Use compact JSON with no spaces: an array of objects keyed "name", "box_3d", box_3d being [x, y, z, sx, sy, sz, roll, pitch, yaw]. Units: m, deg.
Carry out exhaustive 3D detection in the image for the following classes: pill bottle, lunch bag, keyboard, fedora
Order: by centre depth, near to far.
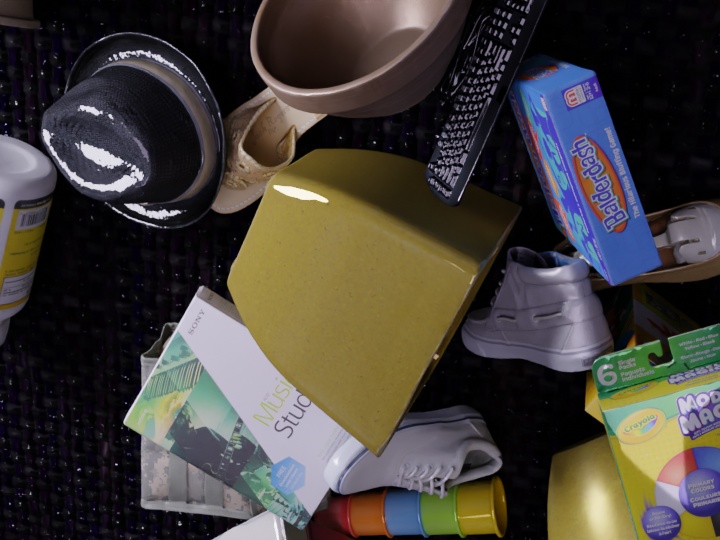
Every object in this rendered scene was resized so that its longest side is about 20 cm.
[{"name":"keyboard","box_3d":[0.091,-0.162,0.896,0.039,0.104,0.203,18,104,-21]},{"name":"fedora","box_3d":[-0.220,-0.121,0.983,0.197,0.091,0.205,10,110,27]},{"name":"pill bottle","box_3d":[-0.378,-0.024,1.072,0.111,0.113,0.203,23,113,4]},{"name":"lunch bag","box_3d":[-0.114,0.156,1.076,0.196,0.118,0.167,6,108,3]}]

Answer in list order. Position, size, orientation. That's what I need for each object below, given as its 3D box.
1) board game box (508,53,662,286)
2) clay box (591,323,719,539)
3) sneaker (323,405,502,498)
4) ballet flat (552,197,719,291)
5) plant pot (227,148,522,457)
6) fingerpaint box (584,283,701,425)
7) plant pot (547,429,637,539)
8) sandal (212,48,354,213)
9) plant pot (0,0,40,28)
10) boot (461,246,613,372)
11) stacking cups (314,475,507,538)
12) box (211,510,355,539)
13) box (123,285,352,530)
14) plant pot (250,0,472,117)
[{"name":"board game box","box_3d":[0.171,-0.089,0.863,0.044,0.200,0.154,-22,104,5]},{"name":"clay box","box_3d":[0.257,0.153,0.830,0.113,0.048,0.203,-17,101,11]},{"name":"sneaker","box_3d":[0.057,0.174,0.994,0.071,0.197,0.074,45,130,35]},{"name":"ballet flat","box_3d":[0.259,-0.020,0.935,0.197,0.063,0.070,-17,75,19]},{"name":"plant pot","box_3d":[0.000,0.000,0.953,0.198,0.194,0.198,30,115,8]},{"name":"fingerpaint box","box_3d":[0.293,0.118,0.930,0.199,0.167,0.074,36,114,-2]},{"name":"plant pot","box_3d":[0.250,0.216,0.983,0.198,0.199,0.144,-27,78,21]},{"name":"sandal","box_3d":[-0.089,-0.124,0.987,0.211,0.070,0.078,-40,97,24]},{"name":"plant pot","box_3d":[-0.369,-0.321,0.931,0.196,0.200,0.187,12,101,9]},{"name":"boot","box_3d":[0.146,0.025,0.941,0.072,0.199,0.097,-18,100,-25]},{"name":"stacking cups","box_3d":[0.050,0.252,1.102,0.196,0.061,0.062,-11,108,19]},{"name":"box","box_3d":[-0.061,0.335,1.079,0.127,0.110,0.199,-31,139,22]},{"name":"box","box_3d":[-0.099,0.128,0.987,0.198,0.036,0.146,31,104,-5]},{"name":"plant pot","box_3d":[0.014,-0.198,0.896,0.198,0.204,0.093,-20,141,20]}]
